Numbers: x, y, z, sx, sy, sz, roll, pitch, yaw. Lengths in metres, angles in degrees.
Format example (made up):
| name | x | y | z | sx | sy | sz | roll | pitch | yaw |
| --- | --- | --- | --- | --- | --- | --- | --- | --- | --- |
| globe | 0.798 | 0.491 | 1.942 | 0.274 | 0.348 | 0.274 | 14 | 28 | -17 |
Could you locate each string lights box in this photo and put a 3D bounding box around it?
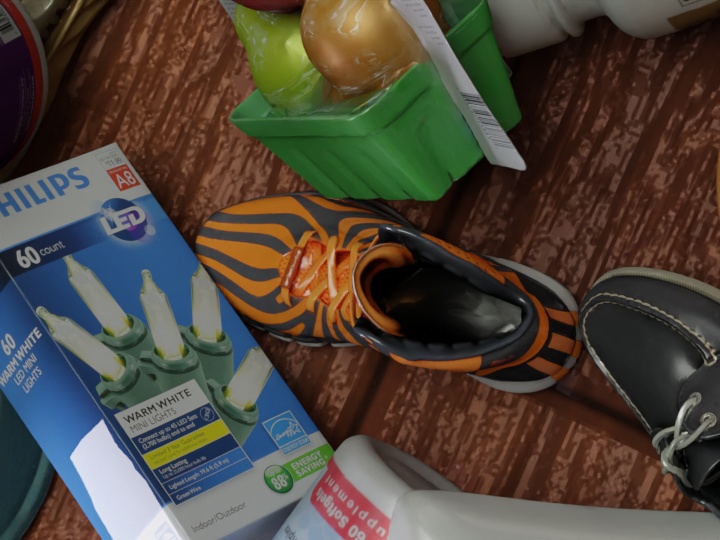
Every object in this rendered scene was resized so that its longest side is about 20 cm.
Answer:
| name | x | y | z | sx | sy | sz | roll | pitch | yaw |
| --- | --- | --- | --- | --- | --- | --- | --- | --- | --- |
| string lights box | -0.107 | 0.046 | 1.297 | 0.200 | 0.103 | 0.059 | 54 | 137 | 13 |

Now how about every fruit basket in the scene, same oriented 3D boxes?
| name | x | y | z | sx | sy | sz | roll | pitch | yaw |
| --- | --- | --- | --- | --- | --- | --- | --- | --- | --- |
| fruit basket | -0.018 | -0.128 | 1.236 | 0.094 | 0.185 | 0.200 | -37 | 108 | -23 |

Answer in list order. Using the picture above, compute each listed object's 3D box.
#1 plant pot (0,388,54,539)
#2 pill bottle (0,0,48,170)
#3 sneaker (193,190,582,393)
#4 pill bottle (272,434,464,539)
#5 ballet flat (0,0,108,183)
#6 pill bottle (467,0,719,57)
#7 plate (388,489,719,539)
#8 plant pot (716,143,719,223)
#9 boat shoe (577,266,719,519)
| name | x | y | z | sx | sy | sz | roll | pitch | yaw |
| --- | --- | --- | --- | --- | --- | --- | --- | --- | --- |
| plant pot | -0.274 | 0.061 | 1.313 | 0.199 | 0.196 | 0.201 | -2 | 84 | 22 |
| pill bottle | -0.225 | -0.072 | 1.263 | 0.112 | 0.200 | 0.113 | 5 | 108 | 15 |
| sneaker | 0.000 | 0.000 | 1.273 | 0.199 | 0.112 | 0.078 | 12 | 86 | 22 |
| pill bottle | -0.018 | 0.183 | 1.255 | 0.109 | 0.109 | 0.200 | 37 | 96 | 21 |
| ballet flat | -0.176 | -0.119 | 1.381 | 0.069 | 0.063 | 0.200 | 34 | 95 | 24 |
| pill bottle | 0.144 | -0.168 | 1.244 | 0.199 | 0.114 | 0.115 | -18 | 76 | 17 |
| plate | 0.105 | 0.200 | 1.190 | 0.199 | 0.032 | 0.201 | 6 | 83 | -17 |
| plant pot | 0.239 | -0.048 | 1.179 | 0.199 | 0.140 | 0.201 | -3 | 80 | 20 |
| boat shoe | 0.163 | 0.071 | 1.214 | 0.200 | 0.063 | 0.073 | 42 | 131 | 24 |
